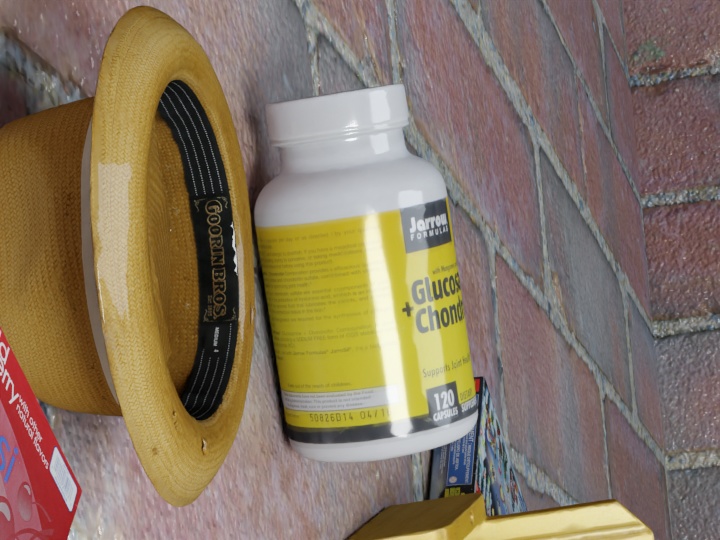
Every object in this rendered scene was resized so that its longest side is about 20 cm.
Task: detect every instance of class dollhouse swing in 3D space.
[{"bbox_3d":[0.102,0.252,1.225,0.182,0.174,0.202,-15,98,-75],"label":"dollhouse swing"}]

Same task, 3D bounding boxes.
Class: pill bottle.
[{"bbox_3d":[0.000,0.000,1.081,0.112,0.111,0.202,-29,111,-74],"label":"pill bottle"}]

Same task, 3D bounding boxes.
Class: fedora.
[{"bbox_3d":[-0.100,-0.005,0.767,0.201,0.081,0.203,-3,90,-78],"label":"fedora"}]

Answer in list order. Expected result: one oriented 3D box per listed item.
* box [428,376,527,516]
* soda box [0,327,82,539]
[{"bbox_3d":[0.097,0.201,1.491,0.138,0.039,0.201,-81,159,-44],"label":"box"},{"bbox_3d":[-0.154,0.023,0.572,0.064,0.069,0.201,-78,156,-50],"label":"soda box"}]
